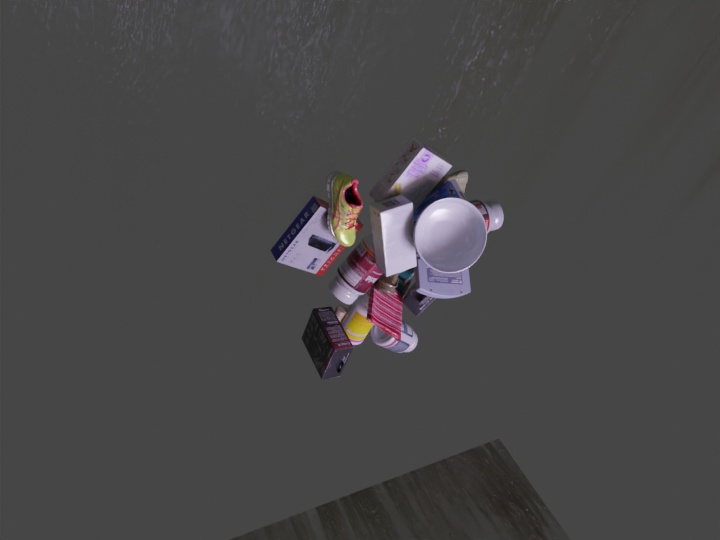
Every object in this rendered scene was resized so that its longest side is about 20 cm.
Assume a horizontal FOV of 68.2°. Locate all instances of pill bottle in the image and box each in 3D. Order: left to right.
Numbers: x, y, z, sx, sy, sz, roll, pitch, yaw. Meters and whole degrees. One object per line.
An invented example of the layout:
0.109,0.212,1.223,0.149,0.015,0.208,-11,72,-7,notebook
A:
0.000,0.000,1.604,0.114,0.114,0.200,18,119,-48,pill bottle
0.003,0.148,1.785,0.104,0.104,0.201,0,132,-38,pill bottle
0.130,0.241,1.982,0.120,0.120,0.200,-42,143,11,pill bottle
0.331,-0.154,1.626,0.199,0.116,0.116,-14,140,-24,pill bottle

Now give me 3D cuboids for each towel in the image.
0.083,0.116,1.703,0.144,0.201,0.022,36,129,-26,towel
0.246,-0.213,1.623,0.148,0.037,0.201,-16,141,-23,towel

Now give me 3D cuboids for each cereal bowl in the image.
0.235,-0.095,1.440,0.199,0.201,0.083,-33,-174,-2,cereal bowl

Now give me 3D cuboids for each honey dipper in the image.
-0.102,0.200,1.820,0.038,0.038,0.201,-2,135,-37,honey dipper

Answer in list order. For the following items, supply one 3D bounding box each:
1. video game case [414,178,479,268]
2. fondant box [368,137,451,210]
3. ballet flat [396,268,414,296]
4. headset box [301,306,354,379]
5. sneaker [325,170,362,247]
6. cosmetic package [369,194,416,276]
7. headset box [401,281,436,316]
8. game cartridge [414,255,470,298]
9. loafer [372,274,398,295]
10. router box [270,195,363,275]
0.232,-0.132,1.533,0.200,0.182,0.045,-33,174,32,video game case
0.138,-0.251,1.475,0.144,0.058,0.200,16,120,-47,fondant box
0.147,0.014,1.795,0.071,0.072,0.201,-10,140,-30,ballet flat
-0.106,0.241,1.724,0.077,0.200,0.149,-6,135,-33,headset box
-0.034,-0.151,1.360,0.078,0.090,0.201,-31,123,-41,sneaker
0.091,-0.095,1.462,0.101,0.071,0.201,-18,123,-19,cosmetic package
0.223,0.064,1.804,0.149,0.075,0.200,-46,179,15,headset box
0.259,0.021,1.688,0.199,0.134,0.041,5,160,-26,game cartridge
0.083,0.017,1.667,0.076,0.200,0.068,19,108,-4,loafer
-0.119,-0.089,1.462,0.179,0.049,0.200,18,119,-48,router box
